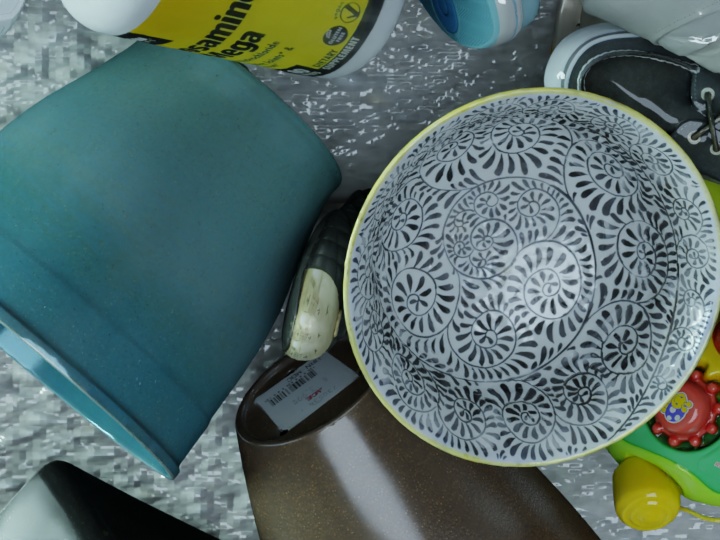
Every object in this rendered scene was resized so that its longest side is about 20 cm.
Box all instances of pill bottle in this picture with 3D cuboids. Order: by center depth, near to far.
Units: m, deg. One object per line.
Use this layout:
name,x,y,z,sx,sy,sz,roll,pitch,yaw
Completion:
pill bottle,-0.082,-0.166,1.312,0.200,0.112,0.113,9,103,-35

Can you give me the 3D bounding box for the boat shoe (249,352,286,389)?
boat shoe,0.031,0.040,1.489,0.200,0.073,0.062,-30,101,-5

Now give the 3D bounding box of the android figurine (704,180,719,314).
android figurine,0.252,-0.013,1.457,0.200,0.182,0.041,1,139,-16

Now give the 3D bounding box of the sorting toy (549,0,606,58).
sorting toy,0.210,-0.151,1.457,0.180,0.107,0.200,10,102,-16

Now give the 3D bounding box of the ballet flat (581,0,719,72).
ballet flat,0.207,-0.137,1.369,0.200,0.069,0.070,-12,106,-33

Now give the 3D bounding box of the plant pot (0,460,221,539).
plant pot,-0.131,0.255,1.422,0.200,0.177,0.199,-49,142,5

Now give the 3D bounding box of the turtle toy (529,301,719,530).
turtle toy,0.180,0.065,1.463,0.200,0.146,0.101,9,136,-9

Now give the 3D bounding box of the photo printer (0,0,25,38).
photo printer,-0.244,-0.205,1.353,0.069,0.166,0.200,-28,106,-21

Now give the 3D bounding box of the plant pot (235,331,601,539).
plant pot,0.019,0.137,1.431,0.187,0.187,0.200,-31,116,1

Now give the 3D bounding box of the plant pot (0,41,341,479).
plant pot,-0.118,-0.023,1.402,0.200,0.200,0.188,42,81,-14

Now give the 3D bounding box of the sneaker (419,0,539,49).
sneaker,0.083,-0.188,1.383,0.130,0.200,0.080,-18,122,-11

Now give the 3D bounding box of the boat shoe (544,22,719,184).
boat shoe,0.192,-0.079,1.389,0.200,0.057,0.069,18,99,-26

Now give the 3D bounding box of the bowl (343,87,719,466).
bowl,0.082,-0.007,1.371,0.200,0.094,0.201,-3,106,-9

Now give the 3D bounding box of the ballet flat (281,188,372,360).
ballet flat,0.000,0.000,1.402,0.057,0.200,0.067,23,113,7
